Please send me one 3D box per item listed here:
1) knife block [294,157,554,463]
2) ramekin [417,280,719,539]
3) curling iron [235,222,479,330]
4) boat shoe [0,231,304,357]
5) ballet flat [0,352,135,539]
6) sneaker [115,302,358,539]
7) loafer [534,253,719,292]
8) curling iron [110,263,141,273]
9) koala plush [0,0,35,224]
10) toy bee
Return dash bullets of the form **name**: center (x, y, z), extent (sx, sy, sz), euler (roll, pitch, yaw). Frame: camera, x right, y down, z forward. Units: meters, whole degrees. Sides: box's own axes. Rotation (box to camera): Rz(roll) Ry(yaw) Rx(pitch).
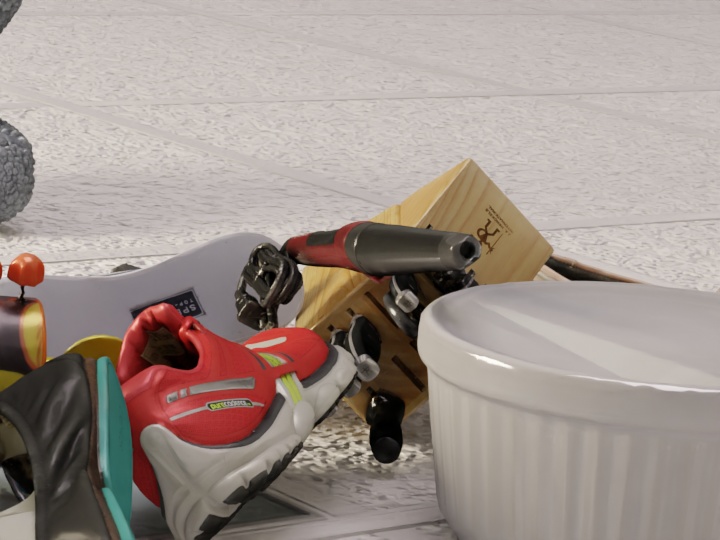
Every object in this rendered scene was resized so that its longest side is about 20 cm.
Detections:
- **knife block**: center (0.005, 0.035, 1.384), extent (0.176, 0.064, 0.200), euler (-49, 11, -35)
- **ramekin**: center (0.120, 0.070, 1.214), extent (0.202, 0.095, 0.202), euler (5, 11, -1)
- **curling iron**: center (0.000, 0.000, 1.282), extent (0.026, 0.050, 0.200), euler (30, -18, -24)
- **boat shoe**: center (-0.121, 0.036, 1.376), extent (0.199, 0.074, 0.065), euler (-10, -16, -30)
- **ballet flat**: center (-0.108, 0.097, 1.044), extent (0.068, 0.068, 0.200), euler (-16, 25, -3)
- **sneaker**: center (-0.059, 0.046, 1.218), extent (0.085, 0.077, 0.200), euler (47, 12, -2)
- **loafer**: center (0.167, 0.031, 1.507), extent (0.199, 0.063, 0.072), euler (8, 11, 14)
- **curling iron**: center (-0.102, 0.016, 1.552), extent (0.049, 0.026, 0.200), euler (5, 11, -18)
- **koala plush**: center (-0.324, -0.108, 1.756), extent (0.183, 0.178, 0.200), euler (0, 5, 45)
- **toy bee**: center (-0.146, 0.041, 1.206), extent (0.131, 0.109, 0.200), euler (-2, 13, -38)
